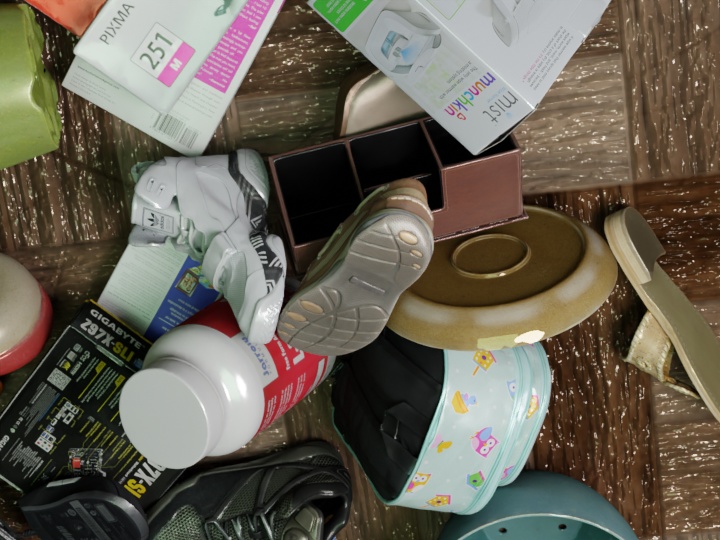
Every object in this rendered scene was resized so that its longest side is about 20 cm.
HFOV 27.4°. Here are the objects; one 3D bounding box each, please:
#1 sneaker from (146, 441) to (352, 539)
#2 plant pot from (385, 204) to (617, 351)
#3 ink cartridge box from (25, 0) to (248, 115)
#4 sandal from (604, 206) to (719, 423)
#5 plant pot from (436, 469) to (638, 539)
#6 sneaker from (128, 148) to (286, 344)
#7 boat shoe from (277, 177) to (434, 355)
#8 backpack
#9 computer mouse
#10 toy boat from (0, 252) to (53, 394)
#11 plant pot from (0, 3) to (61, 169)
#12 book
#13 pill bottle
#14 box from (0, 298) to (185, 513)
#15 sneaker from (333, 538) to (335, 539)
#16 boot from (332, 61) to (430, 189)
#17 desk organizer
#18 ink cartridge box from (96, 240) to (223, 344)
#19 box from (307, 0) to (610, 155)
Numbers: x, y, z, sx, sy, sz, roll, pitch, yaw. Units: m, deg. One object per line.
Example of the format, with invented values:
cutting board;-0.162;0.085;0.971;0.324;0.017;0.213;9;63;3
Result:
sneaker;-0.098;0.223;1.301;0.199;0.114;0.077;-17;113;-8
plant pot;0.106;-0.003;1.191;0.199;0.200;0.028;-6;121;7
ink cartridge box;-0.169;-0.253;1.173;0.173;0.044;0.200;34;109;-15
sandal;0.250;0.050;1.273;0.069;0.078;0.212;-25;98;33
plant pot;0.153;0.252;1.294;0.199;0.135;0.201;2;119;3
sneaker;-0.127;-0.021;1.199;0.114;0.200;0.075;0;137;-15
boat shoe;0.000;0.000;1.153;0.076;0.072;0.200;29;138;-17
backpack;0.069;0.106;1.230;0.153;0.200;0.176;18;107;-16
computer mouse;-0.279;0.197;1.316;0.199;0.046;0.141;-20;118;37
toy boat;-0.362;0.073;1.319;0.199;0.131;0.131;-20;135;12
plant pot;-0.351;-0.142;1.216;0.189;0.200;0.201;-12;106;-5
book;-0.146;-0.209;1.234;0.133;0.048;0.200;30;109;-7
pill bottle;-0.109;0.084;1.229;0.112;0.200;0.113;10;113;24
box;-0.234;0.143;1.324;0.159;0.049;0.200;35;122;-9
sneaker;-0.121;0.280;1.367;0.199;0.078;0.070;-15;105;10
boot;0.055;-0.147;1.226;0.145;0.070;0.201;6;120;-8
desk organizer;0.030;-0.067;1.204;0.199;0.072;0.077;-15;137;-6
ink cartridge box;-0.175;0.021;1.314;0.094;0.037;0.200;30;106;-4
box;0.093;-0.225;1.120;0.176;0.200;0.097;41;149;-9
